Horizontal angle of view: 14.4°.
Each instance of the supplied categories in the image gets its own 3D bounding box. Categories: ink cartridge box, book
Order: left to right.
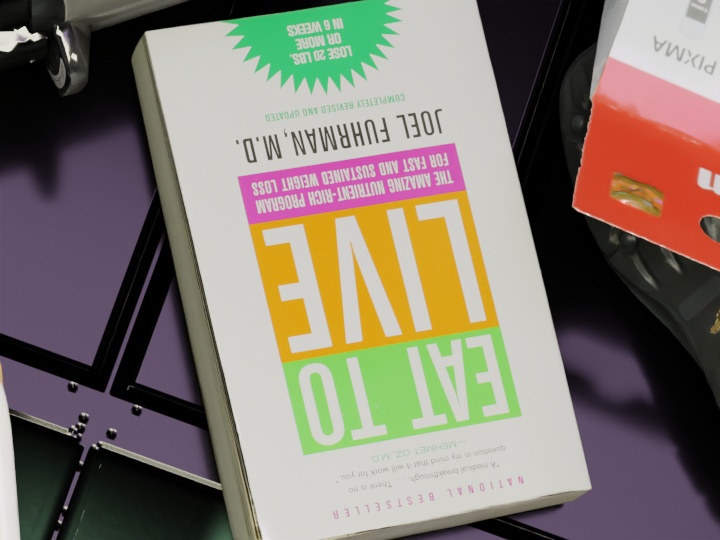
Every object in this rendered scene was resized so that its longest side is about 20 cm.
[{"bbox_3d":[0.000,0.000,1.072,0.133,0.048,0.200,-10,78,-16],"label":"book"},{"bbox_3d":[0.168,-0.064,1.055,0.162,0.057,0.200,22,32,-4],"label":"ink cartridge box"}]

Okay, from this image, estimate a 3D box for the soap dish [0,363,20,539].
[{"bbox_3d":[-0.192,0.127,0.964,0.157,0.081,0.200,3,76,-37],"label":"soap dish"}]

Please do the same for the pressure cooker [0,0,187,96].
[{"bbox_3d":[-0.105,-0.170,1.024,0.200,0.179,0.176,-18,46,-13],"label":"pressure cooker"}]

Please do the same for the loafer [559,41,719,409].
[{"bbox_3d":[0.145,-0.002,1.089,0.070,0.068,0.201,-15,69,-50],"label":"loafer"}]
